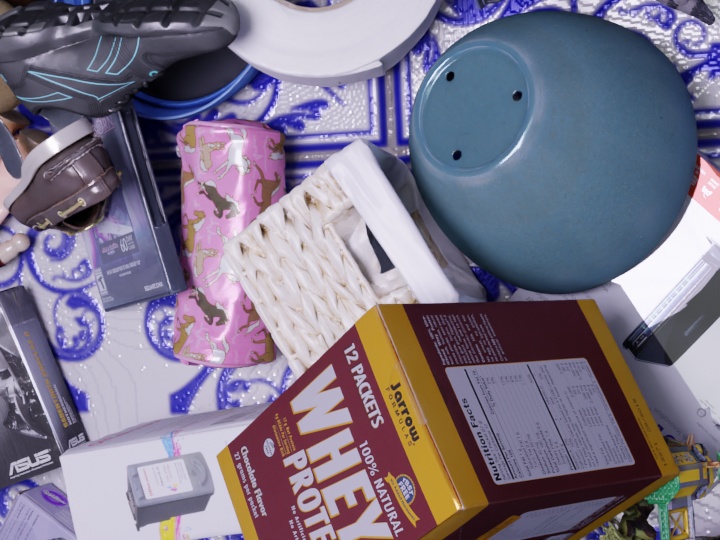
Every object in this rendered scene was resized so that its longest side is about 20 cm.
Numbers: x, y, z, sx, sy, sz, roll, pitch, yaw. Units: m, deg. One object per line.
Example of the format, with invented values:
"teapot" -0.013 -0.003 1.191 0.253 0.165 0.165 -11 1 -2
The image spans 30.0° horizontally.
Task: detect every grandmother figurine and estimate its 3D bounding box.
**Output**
"grandmother figurine" -0.343 -0.045 1.162 0.121 0.061 0.200 38 103 25

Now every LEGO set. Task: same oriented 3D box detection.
"LEGO set" 0.195 0.185 0.951 0.200 0.116 0.154 -22 74 47

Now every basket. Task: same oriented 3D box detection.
"basket" 0.000 0.000 0.952 0.123 0.200 0.136 -33 85 8

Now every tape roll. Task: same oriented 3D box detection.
"tape roll" -0.031 -0.239 0.996 0.202 0.071 0.203 0 92 3

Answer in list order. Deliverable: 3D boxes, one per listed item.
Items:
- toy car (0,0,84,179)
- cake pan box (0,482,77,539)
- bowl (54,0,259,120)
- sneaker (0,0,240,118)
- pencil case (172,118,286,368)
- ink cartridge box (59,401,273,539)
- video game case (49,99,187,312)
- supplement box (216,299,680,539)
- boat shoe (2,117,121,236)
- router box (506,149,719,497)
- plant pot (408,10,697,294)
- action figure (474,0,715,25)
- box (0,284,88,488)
"toy car" -0.289 -0.182 1.067 0.164 0.158 0.200 -34 84 40
"cake pan box" -0.256 0.317 1.163 0.184 0.052 0.200 32 104 17
"bowl" -0.153 -0.223 1.086 0.200 0.039 0.201 2 95 21
"sneaker" -0.175 -0.158 0.972 0.199 0.075 0.079 -2 124 20
"pencil case" -0.105 -0.019 1.064 0.086 0.083 0.201 11 101 58
"ink cartridge box" -0.105 0.154 1.042 0.199 0.148 0.086 -13 89 22
"video game case" -0.202 -0.071 1.081 0.143 0.019 0.201 -13 94 58
"supplement box" 0.052 0.126 0.872 0.197 0.200 0.133 -45 57 39
"boat shoe" -0.229 -0.058 1.045 0.072 0.200 0.060 -37 92 -24
"router box" 0.234 0.028 0.959 0.200 0.049 0.180 43 107 12
"plant pot" 0.111 -0.094 0.917 0.200 0.135 0.201 -9 75 34
"action figure" 0.147 -0.216 0.933 0.193 0.200 0.105 15 144 26
"box" -0.353 0.121 1.175 0.199 0.048 0.159 -21 94 20
